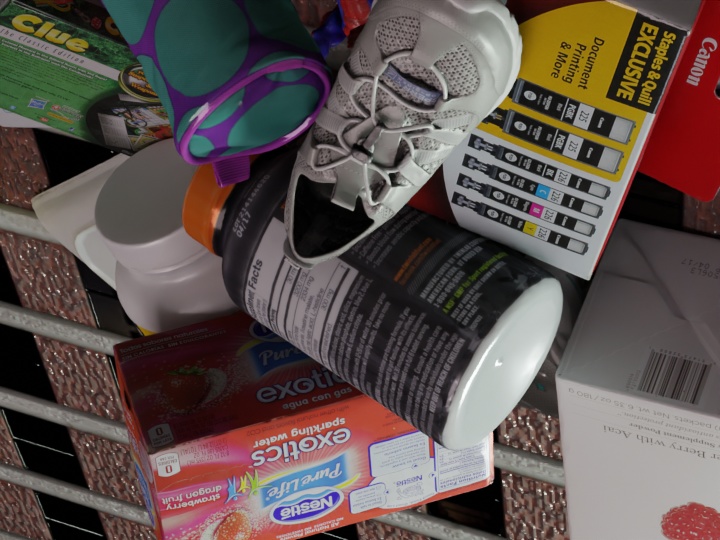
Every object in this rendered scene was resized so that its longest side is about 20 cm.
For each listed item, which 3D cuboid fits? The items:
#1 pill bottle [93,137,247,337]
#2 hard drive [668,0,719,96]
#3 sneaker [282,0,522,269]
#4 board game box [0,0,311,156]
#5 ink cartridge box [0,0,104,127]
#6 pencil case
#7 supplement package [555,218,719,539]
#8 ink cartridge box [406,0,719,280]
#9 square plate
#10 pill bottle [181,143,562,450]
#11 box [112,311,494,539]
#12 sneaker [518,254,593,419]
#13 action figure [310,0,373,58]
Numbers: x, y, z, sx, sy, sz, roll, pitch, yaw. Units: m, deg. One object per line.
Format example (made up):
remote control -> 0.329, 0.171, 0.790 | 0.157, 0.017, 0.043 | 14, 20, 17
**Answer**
pill bottle -> -0.077, 0.018, 1.281 | 0.112, 0.113, 0.200 | 2, 141, 32
hard drive -> 0.151, -0.141, 1.036 | 0.199, 0.026, 0.132 | -5, 135, 40
sneaker -> 0.015, -0.062, 0.984 | 0.074, 0.082, 0.200 | 29, 146, 1
board game box -> -0.132, -0.103, 1.219 | 0.199, 0.024, 0.105 | 20, 149, -30
ink cartridge box -> -0.162, -0.149, 1.223 | 0.199, 0.047, 0.161 | 5, 142, 33
pencil case -> -0.095, -0.147, 1.052 | 0.201, 0.085, 0.093 | 58, 138, 21
supplement package -> 0.190, 0.088, 1.237 | 0.120, 0.120, 0.201 | 13, 145, 19
ink cartridge box -> 0.106, -0.095, 1.029 | 0.174, 0.084, 0.201 | 22, 146, 7
square plate -> -0.100, -0.001, 1.402 | 0.200, 0.029, 0.198 | 42, 145, -22
pill bottle -> 0.000, 0.000, 1.132 | 0.199, 0.106, 0.107 | 33, 151, 22
box -> -0.031, 0.082, 1.210 | 0.199, 0.096, 0.100 | -15, 131, -11
sneaker -> 0.116, 0.040, 1.274 | 0.070, 0.081, 0.200 | 18, 166, 11
action figure -> -0.020, -0.148, 1.086 | 0.065, 0.099, 0.200 | 6, 144, 31
